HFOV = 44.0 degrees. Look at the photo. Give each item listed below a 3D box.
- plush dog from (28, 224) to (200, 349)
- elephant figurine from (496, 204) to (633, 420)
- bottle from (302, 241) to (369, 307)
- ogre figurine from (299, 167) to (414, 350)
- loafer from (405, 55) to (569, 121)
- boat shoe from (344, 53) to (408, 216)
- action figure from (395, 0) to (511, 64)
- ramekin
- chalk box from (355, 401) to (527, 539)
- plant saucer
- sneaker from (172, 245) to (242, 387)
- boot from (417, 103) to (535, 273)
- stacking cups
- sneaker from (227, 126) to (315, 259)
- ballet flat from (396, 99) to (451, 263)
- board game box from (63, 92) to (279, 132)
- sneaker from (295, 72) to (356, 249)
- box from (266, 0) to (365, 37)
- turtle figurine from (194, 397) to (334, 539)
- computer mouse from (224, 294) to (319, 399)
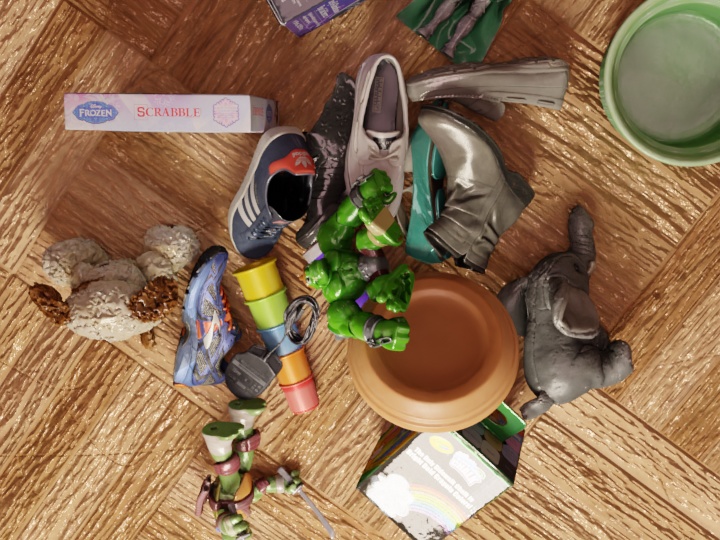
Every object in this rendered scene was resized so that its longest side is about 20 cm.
[{"bbox_3d":[-0.295,0.037,1.076,0.200,0.172,0.161,-7,99,4],"label":"plush dog"},{"bbox_3d":[0.234,0.046,1.067,0.141,0.155,0.200,-19,99,19],"label":"elephant figurine"},{"bbox_3d":[0.010,0.040,1.111,0.084,0.065,0.200,-42,94,2],"label":"bottle"},{"bbox_3d":[0.000,0.000,1.005,0.120,0.098,0.200,-26,83,45],"label":"ogre figurine"},{"bbox_3d":[0.151,-0.209,1.044,0.200,0.070,0.070,-6,109,-10],"label":"loafer"},{"bbox_3d":[0.024,-0.151,1.034,0.072,0.066,0.200,5,95,-10],"label":"boat shoe"},{"bbox_3d":[0.148,-0.345,1.045,0.118,0.055,0.200,36,99,-7],"label":"action figure"},{"bbox_3d":[0.372,-0.223,1.027,0.200,0.098,0.200,1,99,4],"label":"ramekin"},{"bbox_3d":[0.113,0.216,1.079,0.125,0.124,0.200,43,116,-3],"label":"chalk box"},{"bbox_3d":[0.083,0.085,1.023,0.200,0.037,0.201,-2,61,4],"label":"plant saucer"},{"bbox_3d":[-0.186,0.060,1.126,0.078,0.075,0.200,9,116,-9],"label":"sneaker"},{"bbox_3d":[0.114,-0.088,1.034,0.200,0.068,0.131,41,79,-32],"label":"boot"},{"bbox_3d":[-0.100,0.085,1.128,0.060,0.061,0.200,-19,98,7],"label":"stacking cups"},{"bbox_3d":[-0.103,-0.070,1.052,0.075,0.085,0.200,-9,142,-28],"label":"sneaker"},{"bbox_3d":[0.073,-0.107,1.085,0.070,0.067,0.200,1,98,20],"label":"ballet flat"},{"bbox_3d":[-0.206,-0.179,1.021,0.199,0.200,0.041,1,99,3],"label":"board game box"},{"bbox_3d":[-0.044,-0.133,1.090,0.104,0.060,0.200,37,94,-6],"label":"sneaker"},{"bbox_3d":[-0.018,-0.361,1.004,0.200,0.148,0.104,-27,97,8],"label":"box"},{"bbox_3d":[-0.122,0.271,1.114,0.144,0.200,0.194,-18,113,-32],"label":"turtle figurine"},{"bbox_3d":[-0.105,0.092,1.086,0.059,0.034,0.200,40,125,-4],"label":"computer mouse"}]
